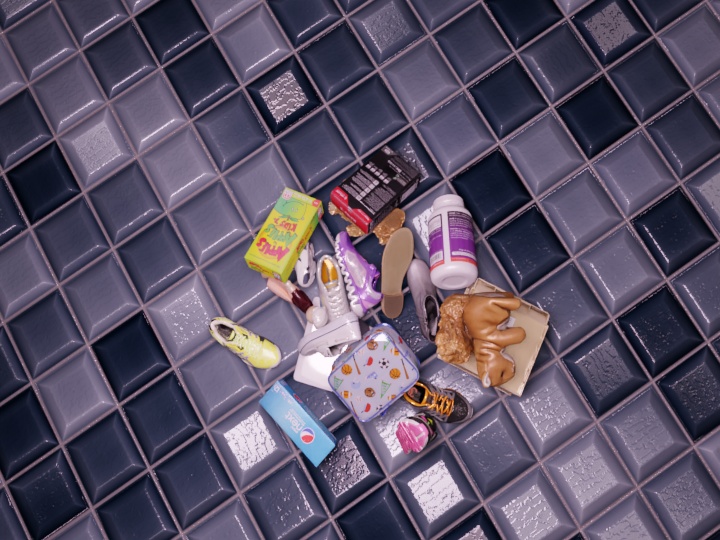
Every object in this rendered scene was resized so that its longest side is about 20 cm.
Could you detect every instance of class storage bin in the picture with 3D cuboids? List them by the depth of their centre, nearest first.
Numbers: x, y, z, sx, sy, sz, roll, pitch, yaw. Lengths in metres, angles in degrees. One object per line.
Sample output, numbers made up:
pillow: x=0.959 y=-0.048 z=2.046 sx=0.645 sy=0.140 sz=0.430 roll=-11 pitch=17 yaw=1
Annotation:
storage bin: x=0.309 y=0.154 z=1.232 sx=0.194 sy=0.094 sz=0.204 roll=25 pitch=84 yaw=6

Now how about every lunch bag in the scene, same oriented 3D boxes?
lunch bag: x=0.030 y=0.231 z=1.173 sx=0.199 sy=0.076 sz=0.161 roll=-41 pitch=98 yaw=17

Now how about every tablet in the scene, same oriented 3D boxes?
tablet: x=-0.079 y=0.180 z=1.283 sx=0.125 sy=0.014 sz=0.208 roll=14 pitch=84 yaw=4

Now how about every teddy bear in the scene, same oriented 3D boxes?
teddy bear: x=0.015 y=-0.142 z=1.298 sx=0.192 sy=0.067 sz=0.150 roll=14 pitch=66 yaw=4

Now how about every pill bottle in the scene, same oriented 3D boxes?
pill bottle: x=0.213 y=-0.068 z=1.239 sx=0.107 sy=0.113 sz=0.208 roll=0 pitch=65 yaw=2

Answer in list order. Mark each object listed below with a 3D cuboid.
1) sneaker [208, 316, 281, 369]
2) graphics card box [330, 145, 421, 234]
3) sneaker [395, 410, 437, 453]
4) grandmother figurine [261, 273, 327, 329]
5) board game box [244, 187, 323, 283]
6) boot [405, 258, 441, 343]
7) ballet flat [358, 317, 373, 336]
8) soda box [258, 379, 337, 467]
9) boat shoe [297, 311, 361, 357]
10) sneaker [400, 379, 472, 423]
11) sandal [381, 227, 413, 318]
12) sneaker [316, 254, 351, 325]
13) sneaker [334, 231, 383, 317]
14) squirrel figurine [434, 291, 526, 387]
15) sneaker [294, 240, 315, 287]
sneaker: x=-0.280 y=0.177 z=1.260 sx=0.194 sy=0.076 sz=0.078 roll=25 pitch=82 yaw=4
graphics card box: x=0.038 y=-0.195 z=1.260 sx=0.125 sy=0.051 sz=0.200 roll=39 pitch=68 yaw=17
sneaker: x=0.132 y=0.350 z=1.171 sx=0.086 sy=0.201 sz=0.075 roll=-29 pitch=71 yaw=-16
grandmother figurine: x=-0.148 y=0.066 z=1.245 sx=0.198 sy=0.121 sz=0.061 roll=39 pitch=90 yaw=28
board game box: x=-0.173 y=-0.084 z=1.219 sx=0.098 sy=0.048 sz=0.205 roll=20 pitch=66 yaw=14
boot: x=0.155 y=0.063 z=1.228 sx=0.067 sy=0.132 sz=0.208 roll=-17 pitch=82 yaw=1
ballet flat: x=0.033 y=0.190 z=1.239 sx=0.070 sy=0.073 sz=0.207 roll=-18 pitch=100 yaw=-1
soda box: x=-0.145 y=0.353 z=1.239 sx=0.068 sy=0.064 sz=0.200 roll=-44 pitch=83 yaw=-3
boat shoe: x=-0.074 y=0.164 z=1.197 sx=0.198 sy=0.072 sz=0.069 roll=-37 pitch=65 yaw=40
sneaker: x=0.168 y=0.303 z=1.227 sx=0.193 sy=0.077 sz=0.081 roll=18 pitch=82 yaw=3
sandal: x=0.074 y=-0.001 z=1.276 sx=0.075 sy=0.070 sz=0.221 roll=1 pitch=104 yaw=-20
sneaker: x=-0.066 y=0.064 z=1.253 sx=0.074 sy=0.081 sz=0.208 roll=-16 pitch=79 yaw=-6
sneaker: x=0.000 y=0.000 z=1.253 sx=0.086 sy=0.080 sz=0.207 roll=-21 pitch=79 yaw=13
squirrel figurine: x=0.252 y=0.149 z=1.132 sx=0.191 sy=0.142 sz=0.195 roll=0 pitch=94 yaw=2
sneaker: x=-0.179 y=-0.048 z=1.274 sx=0.124 sy=0.080 sz=0.207 roll=-11 pitch=72 yaw=8
